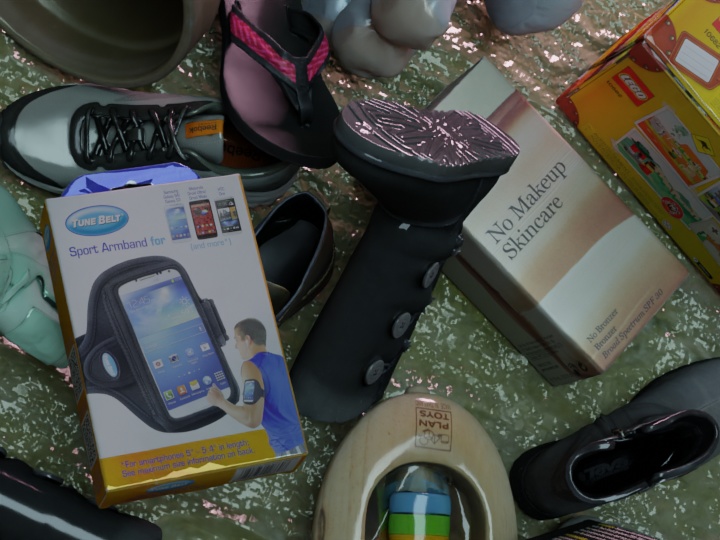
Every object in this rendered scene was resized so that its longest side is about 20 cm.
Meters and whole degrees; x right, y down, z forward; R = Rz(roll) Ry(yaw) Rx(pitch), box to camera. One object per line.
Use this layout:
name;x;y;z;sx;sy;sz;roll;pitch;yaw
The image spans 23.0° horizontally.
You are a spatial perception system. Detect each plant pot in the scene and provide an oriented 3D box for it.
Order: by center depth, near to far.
plant pot;-0.142;-0.244;1.104;0.200;0.200;0.174;42;54;-6

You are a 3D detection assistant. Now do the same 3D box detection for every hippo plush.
hippo plush;0.059;-0.205;1.191;0.160;0.160;0.200;9;34;-33

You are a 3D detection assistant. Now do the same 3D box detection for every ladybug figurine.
ladybug figurine;0.030;0.174;1.122;0.135;0.072;0.201;10;78;-16

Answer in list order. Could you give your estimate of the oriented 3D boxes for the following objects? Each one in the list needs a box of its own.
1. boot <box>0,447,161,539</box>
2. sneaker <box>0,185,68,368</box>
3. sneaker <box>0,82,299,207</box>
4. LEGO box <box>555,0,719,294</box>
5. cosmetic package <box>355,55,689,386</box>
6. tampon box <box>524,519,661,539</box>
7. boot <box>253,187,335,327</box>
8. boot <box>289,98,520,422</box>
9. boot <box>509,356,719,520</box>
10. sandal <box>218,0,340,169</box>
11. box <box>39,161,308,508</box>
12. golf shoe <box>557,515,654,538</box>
boot;-0.207;0.130;1.002;0.199;0.165;0.066;32;80;-9
sneaker;-0.210;0.018;1.026;0.118;0.201;0.074;43;110;-12
sneaker;-0.130;-0.085;1.120;0.199;0.079;0.074;3;80;-16
LEGO box;0.246;-0.083;1.199;0.077;0.149;0.200;-42;94;-20
cosmetic package;0.107;-0.030;1.178;0.200;0.087;0.103;44;72;-5
tampon box;0.091;0.249;1.025;0.199;0.126;0.151;-14;96;-19
boot;-0.087;0.028;1.095;0.075;0.097;0.200;37;69;8
boot;0.001;0.000;1.064;0.066;0.201;0.164;44;24;29
boot;0.203;0.110;1.157;0.199;0.132;0.070;-28;88;-20
sandal;-0.055;-0.148;1.127;0.075;0.045;0.201;4;51;-26
box;-0.111;0.027;1.020;0.118;0.041;0.201;-9;73;-19
golf shoe;0.214;0.233;1.160;0.200;0.091;0.076;35;70;-10
